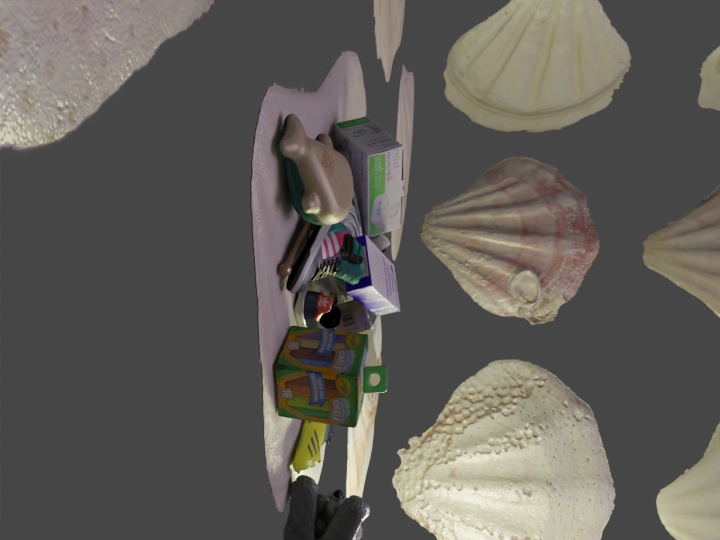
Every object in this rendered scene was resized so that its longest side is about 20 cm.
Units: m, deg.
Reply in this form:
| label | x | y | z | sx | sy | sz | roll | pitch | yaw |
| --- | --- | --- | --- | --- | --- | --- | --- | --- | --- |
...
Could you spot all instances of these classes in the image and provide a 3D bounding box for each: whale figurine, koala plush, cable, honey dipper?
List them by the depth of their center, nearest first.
| label | x | y | z | sx | sy | sz | roll | pitch | yaw |
| --- | --- | --- | --- | --- | --- | --- | --- | --- | --- |
| whale figurine | -0.091 | -0.164 | 1.037 | 0.200 | 0.101 | 0.163 | 47 | 45 | -47 |
| honey dipper | -0.107 | -0.058 | 1.115 | 0.202 | 0.037 | 0.039 | -72 | 165 | -50 |
| cable | -0.051 | -0.053 | 1.308 | 0.203 | 0.067 | 0.204 | -68 | 152 | -43 |
| koala plush | -0.076 | 0.552 | 1.344 | 0.200 | 0.172 | 0.189 | 58 | 50 | -77 |

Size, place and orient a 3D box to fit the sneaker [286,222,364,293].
| label | x | y | z | sx | sy | sz | roll | pitch | yaw |
| --- | --- | --- | --- | --- | --- | --- | --- | --- | --- |
| sneaker | -0.055 | -0.007 | 1.144 | 0.083 | 0.120 | 0.202 | -41 | -164 | 46 |

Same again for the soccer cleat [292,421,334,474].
| label | x | y | z | sx | sy | sz | roll | pitch | yaw |
| --- | --- | --- | --- | --- | --- | --- | --- | --- | --- |
| soccer cleat | -0.112 | 0.367 | 1.341 | 0.086 | 0.063 | 0.200 | 65 | 18 | -7 |

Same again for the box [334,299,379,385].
| label | x | y | z | sx | sy | sz | roll | pitch | yaw |
| --- | --- | --- | --- | --- | --- | --- | --- | --- | --- |
| box | -0.009 | 0.169 | 1.363 | 0.096 | 0.075 | 0.204 | -110 | -174 | -46 |

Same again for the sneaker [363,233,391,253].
| label | x | y | z | sx | sy | sz | roll | pitch | yaw |
| --- | --- | --- | --- | --- | --- | --- | --- | --- | --- |
| sneaker | 0.011 | -0.086 | 1.435 | 0.200 | 0.070 | 0.074 | 43 | -24 | 61 |

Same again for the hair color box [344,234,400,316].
| label | x | y | z | sx | sy | sz | roll | pitch | yaw |
| --- | --- | --- | --- | --- | --- | --- | --- | --- | --- |
| hair color box | 0.023 | 0.016 | 1.294 | 0.200 | 0.063 | 0.113 | 40 | 40 | -62 |

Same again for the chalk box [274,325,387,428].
| label | x | y | z | sx | sy | sz | roll | pitch | yaw |
| --- | --- | --- | --- | --- | --- | --- | --- | --- | --- |
| chalk box | -0.047 | 0.197 | 1.136 | 0.125 | 0.193 | 0.128 | -71 | 164 | -57 |

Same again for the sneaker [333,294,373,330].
| label | x | y | z | sx | sy | sz | roll | pitch | yaw |
| --- | --- | --- | --- | --- | --- | --- | --- | --- | --- |
| sneaker | -0.019 | 0.110 | 1.492 | 0.077 | 0.079 | 0.200 | -68 | 159 | -14 |

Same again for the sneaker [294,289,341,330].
| label | x | y | z | sx | sy | sz | roll | pitch | yaw |
| --- | --- | --- | --- | --- | --- | --- | --- | --- | --- |
| sneaker | -0.078 | 0.108 | 1.258 | 0.201 | 0.082 | 0.077 | 79 | 18 | -63 |

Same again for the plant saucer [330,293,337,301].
| label | x | y | z | sx | sy | sz | roll | pitch | yaw |
| --- | --- | --- | --- | --- | --- | --- | --- | --- | --- |
| plant saucer | -0.045 | 0.016 | 1.588 | 0.200 | 0.034 | 0.208 | 6 | 90 | -81 |

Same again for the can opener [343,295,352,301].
| label | x | y | z | sx | sy | sz | roll | pitch | yaw |
| --- | --- | --- | --- | --- | --- | --- | --- | --- | --- |
| can opener | 0.000 | 0.000 | 1.453 | 0.203 | 0.064 | 0.054 | -72 | 151 | -48 |

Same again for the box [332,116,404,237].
| label | x | y | z | sx | sy | sz | roll | pitch | yaw |
| --- | --- | --- | --- | --- | --- | --- | --- | --- | --- |
| box | 0.017 | -0.211 | 1.383 | 0.177 | 0.094 | 0.205 | 51 | -31 | 46 |
